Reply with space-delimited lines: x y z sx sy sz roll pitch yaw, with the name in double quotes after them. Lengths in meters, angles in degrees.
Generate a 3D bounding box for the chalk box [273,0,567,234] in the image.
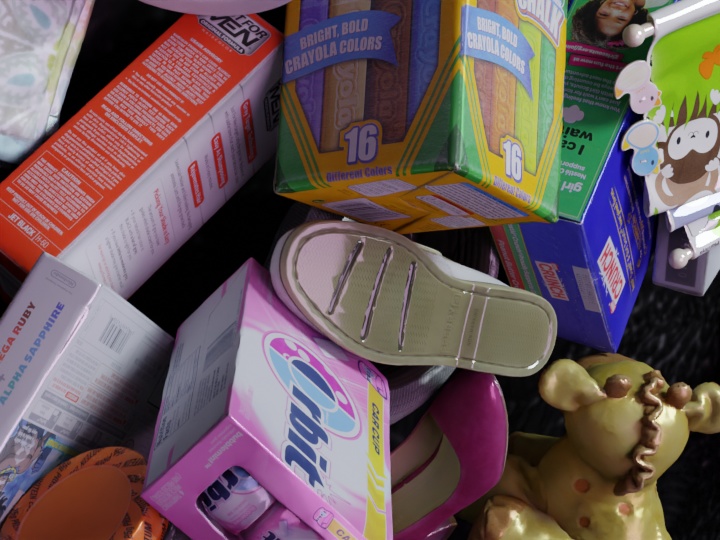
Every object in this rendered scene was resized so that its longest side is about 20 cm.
0.039 -0.133 0.924 0.124 0.123 0.202 18 72 -54 "chalk box"

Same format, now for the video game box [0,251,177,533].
-0.173 0.100 0.904 0.183 0.047 0.200 -61 164 -9 "video game box"

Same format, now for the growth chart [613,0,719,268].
0.227 -0.095 1.047 0.144 0.018 0.201 -31 129 -18 "growth chart"

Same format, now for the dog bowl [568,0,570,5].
0.053 -0.190 1.068 0.199 0.058 0.202 -9 106 -36 "dog bowl"

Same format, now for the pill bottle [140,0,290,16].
-0.079 -0.253 0.890 0.119 0.119 0.202 14 72 -38 "pill bottle"

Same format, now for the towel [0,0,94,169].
-0.231 -0.157 0.868 0.199 0.048 0.173 17 88 -39 "towel"

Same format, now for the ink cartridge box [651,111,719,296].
0.258 -0.110 1.157 0.174 0.043 0.202 -44 142 -49 "ink cartridge box"

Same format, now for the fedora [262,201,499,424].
0.000 0.000 1.051 0.200 0.090 0.178 -46 126 -30 "fedora"

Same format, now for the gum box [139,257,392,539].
-0.044 0.088 0.866 0.066 0.200 0.113 -42 107 17 "gum box"

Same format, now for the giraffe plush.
0.162 0.128 1.120 0.171 0.200 0.164 -7 119 -33 "giraffe plush"

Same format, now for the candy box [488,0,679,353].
0.162 -0.074 1.107 0.201 0.076 0.169 -65 154 -25 "candy box"

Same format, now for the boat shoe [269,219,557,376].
0.022 0.019 0.964 0.199 0.068 0.075 22 87 -35 "boat shoe"

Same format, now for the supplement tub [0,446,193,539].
-0.100 0.194 0.868 0.123 0.122 0.201 -47 126 -19 "supplement tub"

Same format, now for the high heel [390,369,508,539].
0.031 0.135 1.075 0.095 0.068 0.201 -13 151 -26 "high heel"

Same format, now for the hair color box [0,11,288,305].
-0.124 -0.057 0.935 0.200 0.061 0.102 -45 160 -20 "hair color box"
